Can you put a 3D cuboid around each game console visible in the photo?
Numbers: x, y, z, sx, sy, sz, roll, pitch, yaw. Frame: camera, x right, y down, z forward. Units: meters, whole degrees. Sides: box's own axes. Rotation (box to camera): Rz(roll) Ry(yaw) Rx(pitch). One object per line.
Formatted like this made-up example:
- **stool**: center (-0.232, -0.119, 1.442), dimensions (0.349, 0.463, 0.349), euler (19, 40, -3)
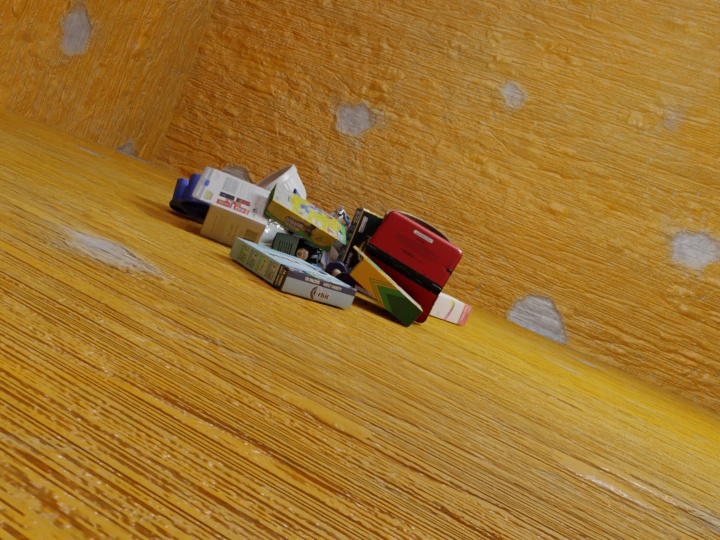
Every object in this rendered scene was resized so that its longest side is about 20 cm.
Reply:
- **game console**: center (0.109, -0.008, 1.463), dimensions (0.199, 0.173, 0.119), euler (31, -17, 10)

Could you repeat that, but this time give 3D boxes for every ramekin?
- **ramekin**: center (-0.252, -0.212, 1.830), dimensions (0.106, 0.199, 0.200), euler (58, -8, -18)

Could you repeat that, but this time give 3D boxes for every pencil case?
- **pencil case**: center (-0.031, -0.080, 1.771), dimensions (0.201, 0.089, 0.078), euler (56, -17, -23)

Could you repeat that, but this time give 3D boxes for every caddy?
- **caddy**: center (-0.395, -0.170, 1.628), dimensions (0.140, 0.106, 0.199), euler (-5, -17, 44)

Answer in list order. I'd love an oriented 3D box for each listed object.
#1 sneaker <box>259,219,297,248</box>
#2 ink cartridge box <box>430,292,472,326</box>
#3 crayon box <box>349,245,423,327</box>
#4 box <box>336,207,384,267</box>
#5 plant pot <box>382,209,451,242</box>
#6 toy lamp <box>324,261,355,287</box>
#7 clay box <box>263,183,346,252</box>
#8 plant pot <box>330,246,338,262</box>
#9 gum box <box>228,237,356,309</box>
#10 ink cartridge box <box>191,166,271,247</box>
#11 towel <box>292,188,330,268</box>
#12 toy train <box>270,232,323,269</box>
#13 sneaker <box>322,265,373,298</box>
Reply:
- **sneaker**: center (-0.243, -0.095, 1.602), dimensions (0.199, 0.088, 0.074), euler (17, 8, -46)
- **ink cartridge box**: center (0.219, 0.095, 1.851), dimensions (0.199, 0.068, 0.116), euler (20, 5, -39)
- **crayon box**: center (0.044, 0.032, 1.373), dimensions (0.200, 0.052, 0.126), euler (43, 4, -1)
- **box**: center (0.028, -0.051, 1.734), dimensions (0.159, 0.202, 0.049), euler (21, 2, -28)
- **plant pot**: center (0.136, -0.069, 1.651), dimensions (0.199, 0.093, 0.201), euler (25, 21, -10)
- **toy lamp**: center (-0.051, 0.013, 1.467), dimensions (0.058, 0.059, 0.200), euler (22, 4, -13)
- **clay box**: center (-0.126, -0.118, 1.469), dimensions (0.199, 0.048, 0.115), euler (32, 22, -16)
- **plant pot**: center (-0.046, -0.036, 1.910), dimensions (0.199, 0.094, 0.201), euler (23, 5, -2)
- **gum box**: center (-0.131, 0.005, 1.198), dimensions (0.169, 0.045, 0.199), euler (20, 4, -44)
- **ink cartridge box**: center (-0.303, -0.143, 1.453), dimensions (0.174, 0.084, 0.201), euler (22, 25, -13)
- **towel**: center (-0.134, -0.107, 1.688), dimensions (0.201, 0.024, 0.148), euler (58, 21, -32)
- **toy train**: center (-0.147, -0.046, 1.533), dimensions (0.113, 0.088, 0.200), euler (17, 4, 5)
- **sneaker**: center (0.000, 0.000, 1.632), dimensions (0.198, 0.100, 0.071), euler (23, 6, 20)
